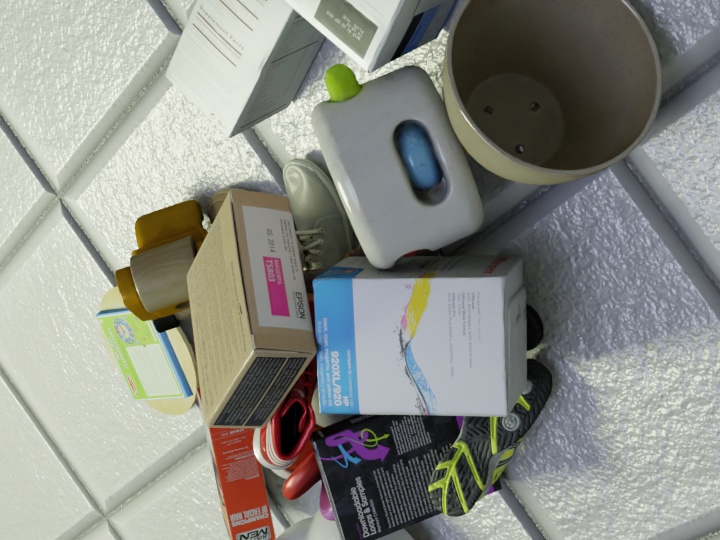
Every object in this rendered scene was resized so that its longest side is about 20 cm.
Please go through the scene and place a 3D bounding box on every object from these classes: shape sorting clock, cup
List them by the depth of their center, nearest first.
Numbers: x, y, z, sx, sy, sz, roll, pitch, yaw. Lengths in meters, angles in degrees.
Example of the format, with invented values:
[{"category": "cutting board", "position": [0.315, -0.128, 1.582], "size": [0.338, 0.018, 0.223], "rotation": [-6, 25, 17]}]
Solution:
[{"category": "cup", "position": [0.161, -0.161, 1.265], "size": [0.201, 0.200, 0.143], "rotation": [50, 163, 6]}, {"category": "shape sorting clock", "position": [-0.294, 0.110, 1.894], "size": [0.199, 0.039, 0.201], "rotation": [21, 128, 30]}]

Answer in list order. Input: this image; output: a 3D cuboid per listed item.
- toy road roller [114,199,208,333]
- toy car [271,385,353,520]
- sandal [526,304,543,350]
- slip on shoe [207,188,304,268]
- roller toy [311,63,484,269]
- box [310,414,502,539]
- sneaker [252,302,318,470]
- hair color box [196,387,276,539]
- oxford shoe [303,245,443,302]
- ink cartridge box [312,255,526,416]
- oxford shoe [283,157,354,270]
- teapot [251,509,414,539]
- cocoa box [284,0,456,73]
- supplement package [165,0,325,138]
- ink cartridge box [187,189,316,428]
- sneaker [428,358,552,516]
[{"category": "toy road roller", "position": [-0.229, -0.018, 1.670], "size": [0.200, 0.122, 0.147], "rotation": [67, -175, -77]}, {"category": "toy car", "position": [-0.029, 0.226, 1.632], "size": [0.199, 0.151, 0.175], "rotation": [26, 132, -6]}, {"category": "sandal", "position": [0.114, 0.068, 1.525], "size": [0.198, 0.045, 0.076], "rotation": [-7, 114, 27]}, {"category": "slip on shoe", "position": [-0.142, -0.041, 1.627], "size": [0.200, 0.060, 0.077], "rotation": [40, 133, 45]}, {"category": "roller toy", "position": [0.044, -0.104, 1.365], "size": [0.200, 0.139, 0.183], "rotation": [66, -177, -52]}, {"category": "box", "position": [0.052, 0.219, 1.560], "size": [0.036, 0.199, 0.144], "rotation": [-143, 35, -69]}, {"category": "sneaker", "position": [-0.066, 0.121, 1.519], "size": [0.115, 0.078, 0.202], "rotation": [151, 125, -70]}, {"category": "hair color box", "position": [-0.167, 0.261, 1.819], "size": [0.111, 0.063, 0.202], "rotation": [-126, 24, -64]}, {"category": "oxford shoe", "position": [0.000, 0.000, 1.534], "size": [0.198, 0.071, 0.074], "rotation": [-1, 95, 9]}, {"category": "ink cartridge box", "position": [0.067, 0.065, 1.413], "size": [0.198, 0.147, 0.146], "rotation": [-1, 98, 14]}, {"category": "oxford shoe", "position": [-0.048, -0.033, 1.590], "size": [0.075, 0.058, 0.202], "rotation": [-2, 111, 43]}, {"category": "teapot", "position": [-0.013, 0.403, 1.724], "size": [0.199, 0.146, 0.198], "rotation": [11, 134, 36]}, {"category": "cocoa box", "position": [-0.002, -0.319, 1.334], "size": [0.200, 0.131, 0.134], "rotation": [42, 133, 14]}, {"category": "supplement package", "position": [-0.110, -0.264, 1.471], "size": [0.109, 0.114, 0.200], "rotation": [44, 133, 11]}, {"category": "ink cartridge box", "position": [-0.120, 0.043, 1.450], "size": [0.165, 0.075, 0.201], "rotation": [126, 141, -48]}, {"category": "sneaker", "position": [0.145, 0.179, 1.515], "size": [0.075, 0.076, 0.201], "rotation": [38, 103, 14]}]
